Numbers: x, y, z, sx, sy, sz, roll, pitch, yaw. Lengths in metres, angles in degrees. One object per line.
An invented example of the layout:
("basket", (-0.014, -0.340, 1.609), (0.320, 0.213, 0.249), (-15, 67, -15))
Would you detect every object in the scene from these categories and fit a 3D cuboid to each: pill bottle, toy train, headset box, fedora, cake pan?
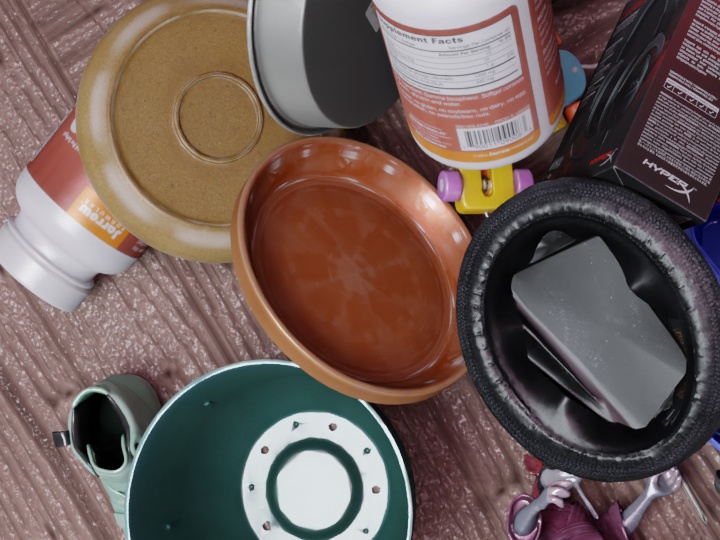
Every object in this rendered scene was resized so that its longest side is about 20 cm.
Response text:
("pill bottle", (-0.190, -0.072, 1.033), (0.112, 0.112, 0.201), (40, 94, 10))
("toy train", (0.135, -0.073, 1.000), (0.149, 0.056, 0.202), (25, 77, -9))
("headset box", (0.211, -0.123, 0.920), (0.077, 0.149, 0.202), (28, 78, -9))
("fedora", (0.161, 0.034, 0.894), (0.198, 0.091, 0.204), (5, 102, 26))
("cake pan", (-0.002, -0.185, 0.909), (0.036, 0.200, 0.203), (20, 90, 28))
("pill bottle", (0.066, -0.170, 0.866), (0.111, 0.201, 0.113), (-8, 51, 10))

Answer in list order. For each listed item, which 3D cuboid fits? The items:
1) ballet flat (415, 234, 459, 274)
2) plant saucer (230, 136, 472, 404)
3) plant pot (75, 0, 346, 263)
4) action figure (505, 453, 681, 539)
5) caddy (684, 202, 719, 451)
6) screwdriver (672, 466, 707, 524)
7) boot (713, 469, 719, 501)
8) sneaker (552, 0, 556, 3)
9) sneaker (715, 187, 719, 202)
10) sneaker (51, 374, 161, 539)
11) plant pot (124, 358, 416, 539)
("ballet flat", (-0.004, -0.026, 1.024), (0.198, 0.069, 0.070), (28, 92, 10))
("plant saucer", (0.000, 0.000, 0.924), (0.201, 0.199, 0.032), (53, 136, 9))
("plant pot", (-0.103, -0.107, 0.963), (0.197, 0.027, 0.203), (1, 86, -15))
("action figure", (0.158, 0.212, 0.943), (0.132, 0.201, 0.150), (11, 120, -25))
("caddy", (0.272, 0.043, 0.944), (0.141, 0.105, 0.201), (-39, 81, 7))
("screwdriver", (0.201, 0.097, 0.995), (0.029, 0.028, 0.202), (-30, 81, 38))
("boot", (0.265, 0.229, 0.891), (0.068, 0.200, 0.177), (7, 77, 26))
("sneaker", (0.148, -0.220, 0.995), (0.199, 0.099, 0.071), (-36, 67, 25))
("sneaker", (0.302, -0.067, 0.909), (0.082, 0.200, 0.078), (35, 125, 13))
("sneaker", (-0.166, 0.177, 1.011), (0.073, 0.118, 0.203), (-24, 84, 6))
("plant pot", (-0.050, 0.165, 0.968), (0.198, 0.161, 0.204), (-1, 86, 10))
